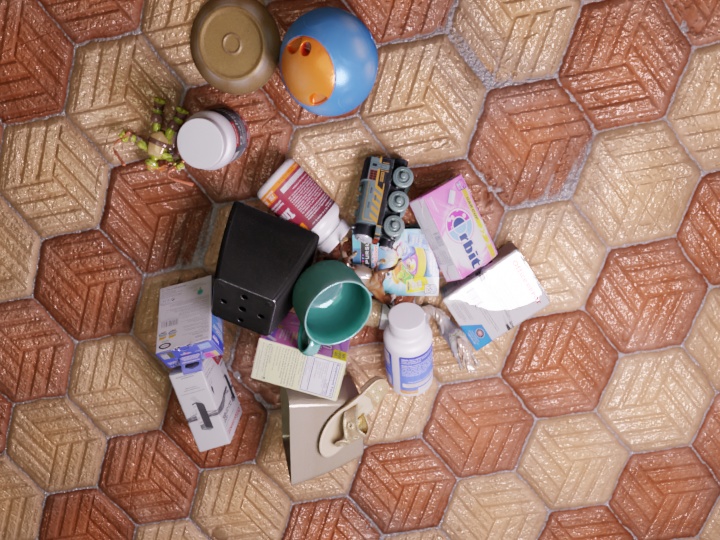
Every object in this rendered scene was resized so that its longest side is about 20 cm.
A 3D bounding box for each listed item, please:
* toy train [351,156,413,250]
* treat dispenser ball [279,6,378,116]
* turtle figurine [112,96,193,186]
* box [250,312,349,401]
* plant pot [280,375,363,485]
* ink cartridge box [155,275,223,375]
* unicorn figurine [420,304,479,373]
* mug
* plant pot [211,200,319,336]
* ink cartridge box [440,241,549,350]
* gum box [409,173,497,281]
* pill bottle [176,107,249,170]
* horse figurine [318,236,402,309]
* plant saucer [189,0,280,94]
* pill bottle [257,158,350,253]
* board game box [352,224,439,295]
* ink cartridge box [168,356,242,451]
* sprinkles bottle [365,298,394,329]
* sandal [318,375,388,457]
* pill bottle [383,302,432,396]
[{"bbox_3d":[0.046,-0.147,1.424,0.111,0.085,0.206,11,80,-1],"label":"toy train"},{"bbox_3d":[-0.062,-0.410,1.320,0.195,0.201,0.207,1,106,3],"label":"treat dispenser ball"},{"bbox_3d":[-0.425,-0.278,1.445,0.196,0.064,0.165,25,98,5],"label":"turtle figurine"},{"bbox_3d":[-0.128,0.184,1.500,0.195,0.176,0.099,16,108,-2],"label":"box"},{"bbox_3d":[-0.089,0.343,1.542,0.172,0.200,0.206,-3,107,-11],"label":"plant pot"},{"bbox_3d":[-0.378,0.127,1.487,0.133,0.204,0.077,-14,143,8],"label":"ink cartridge box"},{"bbox_3d":[0.200,0.147,1.508,0.074,0.199,0.139,-40,116,-15],"label":"unicorn figurine"},{"bbox_3d":[-0.078,0.066,1.375,0.183,0.115,0.154,-32,131,-6],"label":"mug"},{"bbox_3d":[-0.217,0.012,1.412,0.195,0.180,0.202,21,140,-2],"label":"plant pot"},{"bbox_3d":[0.298,0.056,1.491,0.198,0.084,0.147,-34,101,11],"label":"ink cartridge box"},{"bbox_3d":[0.202,-0.085,1.429,0.112,0.066,0.204,-30,97,-25],"label":"gum box"},{"bbox_3d":[-0.301,-0.270,1.370,0.112,0.201,0.119,1,107,2],"label":"pill bottle"},{"bbox_3d":[0.000,0.000,1.445,0.195,0.051,0.134,18,140,-7],"label":"horse figurine"},{"bbox_3d":[-0.265,-0.473,1.397,0.194,0.036,0.206,1,106,2],"label":"plant saucer"},{"bbox_3d":[-0.119,-0.134,1.444,0.113,0.113,0.200,-43,99,13],"label":"pill bottle"},{"bbox_3d":[0.080,-0.023,1.500,0.194,0.047,0.155,0,106,3],"label":"board game box"},{"bbox_3d":[-0.356,0.291,1.557,0.082,0.145,0.205,-14,107,7],"label":"ink cartridge box"},{"bbox_3d":[-0.022,0.088,1.526,0.194,0.068,0.070,9,106,1],"label":"sprinkles bottle"},{"bbox_3d":[-0.006,0.325,1.440,0.212,0.069,0.078,-49,122,-10],"label":"sandal"},{"bbox_3d":[0.107,0.173,1.485,0.109,0.114,0.204,-2,130,3],"label":"pill bottle"}]
